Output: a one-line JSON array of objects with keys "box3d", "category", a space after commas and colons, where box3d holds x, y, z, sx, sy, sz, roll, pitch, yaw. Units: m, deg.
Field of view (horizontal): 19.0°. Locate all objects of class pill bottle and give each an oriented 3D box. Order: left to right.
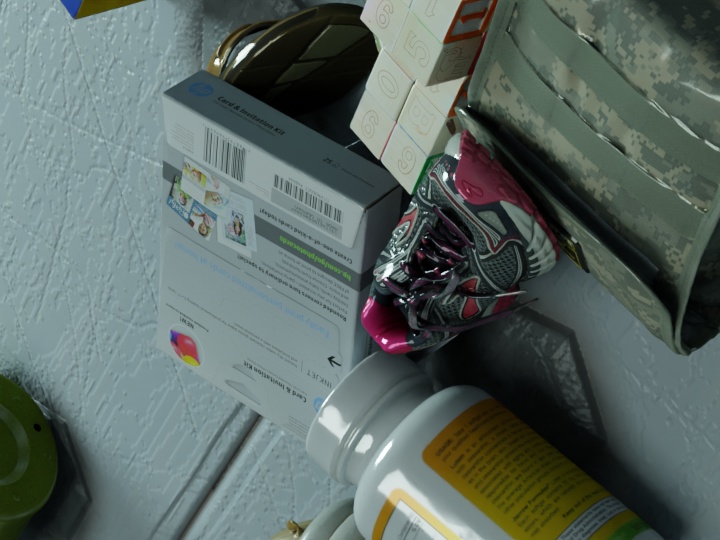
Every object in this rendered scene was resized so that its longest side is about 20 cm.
[{"box3d": [0.067, 0.136, 1.229, 0.200, 0.111, 0.111, 39, 133, 21], "category": "pill bottle"}]

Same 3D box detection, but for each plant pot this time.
[{"box3d": [-0.340, 0.173, 1.689, 0.193, 0.200, 0.201, -34, 80, 38], "category": "plant pot"}]

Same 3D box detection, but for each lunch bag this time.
[{"box3d": [0.139, -0.068, 1.070, 0.164, 0.117, 0.200, 46, 142, 25], "category": "lunch bag"}]

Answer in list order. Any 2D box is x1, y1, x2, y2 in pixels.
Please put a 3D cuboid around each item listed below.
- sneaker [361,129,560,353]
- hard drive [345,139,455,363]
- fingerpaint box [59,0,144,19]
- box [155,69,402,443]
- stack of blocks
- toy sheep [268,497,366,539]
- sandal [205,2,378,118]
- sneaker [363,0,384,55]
[{"box3d": [0.049, -0.004, 1.120, 0.081, 0.075, 0.200, 52, 164, 14], "category": "sneaker"}, {"box3d": [0.000, 0.000, 1.315, 0.200, 0.042, 0.135, -32, 82, 50], "category": "hard drive"}, {"box3d": [-0.186, -0.291, 1.370, 0.200, 0.073, 0.167, 53, 138, 18], "category": "fingerpaint box"}, {"box3d": [-0.053, 0.000, 1.290, 0.156, 0.041, 0.201, 30, 134, 27], "category": "box"}, {"box3d": [0.062, -0.135, 1.119, 0.059, 0.115, 0.200, 49, 137, 26], "category": "stack of blocks"}, {"box3d": [0.020, 0.211, 1.323, 0.199, 0.138, 0.138, 22, 124, 26], "category": "toy sheep"}, {"box3d": [-0.059, -0.120, 1.318, 0.200, 0.081, 0.055, -40, 54, 57], "category": "sandal"}, {"box3d": [0.010, -0.189, 1.178, 0.089, 0.077, 0.201, 40, 156, 51], "category": "sneaker"}]
